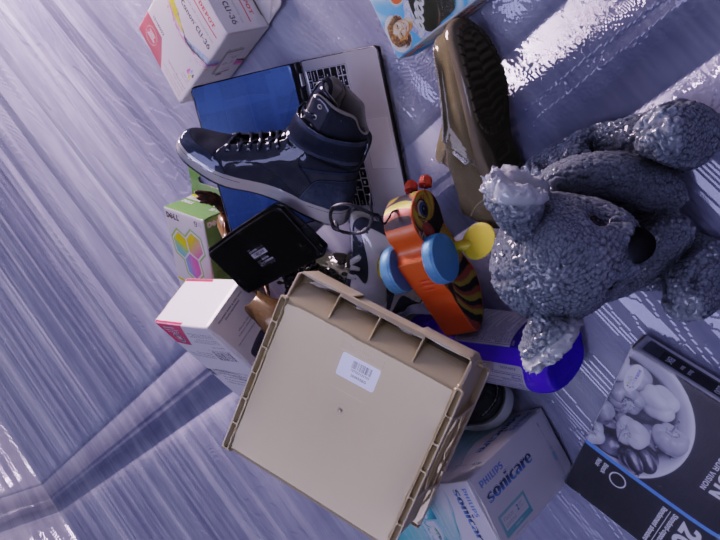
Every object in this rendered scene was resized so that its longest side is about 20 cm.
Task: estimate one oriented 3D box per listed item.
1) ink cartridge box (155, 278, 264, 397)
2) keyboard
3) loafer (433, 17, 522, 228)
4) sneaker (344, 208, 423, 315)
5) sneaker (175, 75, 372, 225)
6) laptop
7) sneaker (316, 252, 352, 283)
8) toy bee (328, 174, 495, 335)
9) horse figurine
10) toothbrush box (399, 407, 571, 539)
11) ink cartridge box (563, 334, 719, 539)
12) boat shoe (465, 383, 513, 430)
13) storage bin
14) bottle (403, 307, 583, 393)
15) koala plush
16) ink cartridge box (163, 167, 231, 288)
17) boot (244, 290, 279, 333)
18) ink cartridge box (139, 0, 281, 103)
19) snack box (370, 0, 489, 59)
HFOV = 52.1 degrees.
[{"bbox_3d":[-0.164,0.105,1.033,0.144,0.085,0.200,1,140,48],"label":"ink cartridge box"},{"bbox_3d":[-0.100,-0.022,0.866,0.104,0.040,0.200,48,146,-14],"label":"keyboard"},{"bbox_3d":[0.100,-0.128,0.684,0.067,0.076,0.201,-3,109,41],"label":"loafer"},{"bbox_3d":[0.000,0.000,0.805,0.199,0.079,0.130,-30,85,15],"label":"sneaker"},{"bbox_3d":[-0.087,-0.147,0.772,0.201,0.077,0.147,20,127,-3],"label":"sneaker"},{"bbox_3d":[-0.065,-0.134,0.828,0.199,0.116,0.188,6,116,45],"label":"laptop"},{"bbox_3d":[-0.072,0.006,0.949,0.200,0.077,0.085,33,137,31],"label":"sneaker"},{"bbox_3d":[0.065,-0.033,0.702,0.130,0.109,0.200,2,143,22],"label":"toy bee"},{"bbox_3d":[-0.168,-0.029,1.027,0.133,0.050,0.201,-132,20,-74],"label":"horse figurine"},{"bbox_3d":[0.112,0.237,0.826,0.200,0.146,0.086,-29,91,49],"label":"toothbrush box"},{"bbox_3d":[0.306,0.188,0.672,0.200,0.043,0.199,34,133,28],"label":"ink cartridge box"},{"bbox_3d":[0.084,0.156,0.858,0.060,0.076,0.200,35,137,-26],"label":"boat shoe"},{"bbox_3d":[-0.004,0.128,0.718,0.199,0.094,0.199,26,101,20],"label":"storage bin"},{"bbox_3d":[0.126,0.077,0.767,0.199,0.083,0.066,3,115,45],"label":"bottle"},{"bbox_3d":[0.166,-0.020,0.569,0.183,0.200,0.178,0,112,42],"label":"koala plush"},{"bbox_3d":[-0.234,-0.051,1.098,0.104,0.059,0.201,20,125,40],"label":"ink cartridge box"},{"bbox_3d":[-0.084,0.073,0.945,0.075,0.074,0.200,32,171,23],"label":"boot"},{"bbox_3d":[-0.186,-0.308,0.894,0.200,0.067,0.117,-32,87,50],"label":"ink cartridge box"},{"bbox_3d":[0.037,-0.314,0.676,0.116,0.037,0.201,-24,94,51],"label":"snack box"}]
